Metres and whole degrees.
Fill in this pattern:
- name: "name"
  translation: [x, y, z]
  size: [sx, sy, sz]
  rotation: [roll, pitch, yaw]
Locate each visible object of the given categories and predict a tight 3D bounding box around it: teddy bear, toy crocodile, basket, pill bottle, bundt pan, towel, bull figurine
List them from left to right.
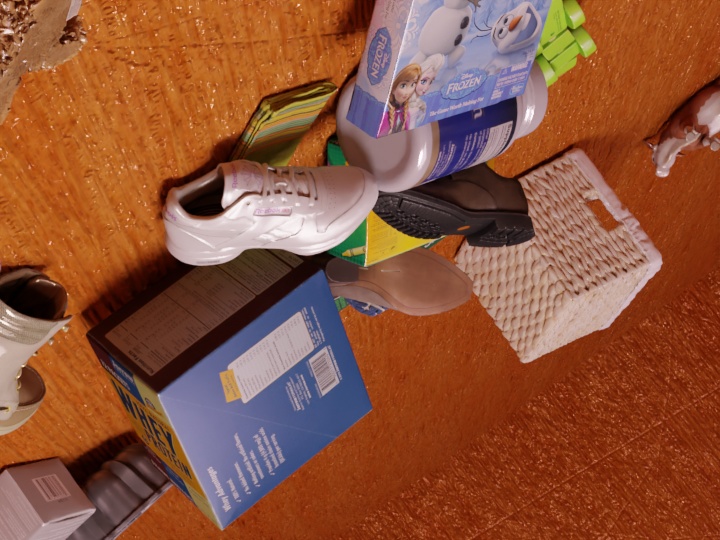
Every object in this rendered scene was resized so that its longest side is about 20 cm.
- name: "teddy bear"
  translation: [-0.205, -0.171, 0.923]
  size: [0.200, 0.067, 0.145]
  rotation: [-52, 168, 25]
- name: "bundt pan"
  translation: [-0.310, 0.285, 1.849]
  size: [0.202, 0.076, 0.202]
  rotation: [-43, 178, -2]
- name: "towel"
  translation: [-0.091, -0.098, 1.414]
  size: [0.086, 0.018, 0.200]
  rotation: [-22, 158, -40]
- name: "pill bottle"
  translation: [0.081, -0.151, 1.448]
  size: [0.199, 0.116, 0.116]
  rotation: [-22, 158, -42]
- name: "toy crocodile"
  translation: [0.188, -0.241, 1.538]
  size: [0.067, 0.062, 0.200]
  rotation: [-38, 159, 4]
- name: "basket"
  translation: [0.257, -0.016, 2.033]
  size: [0.160, 0.199, 0.200]
  rotation: [-25, 161, -28]
- name: "bull figurine"
  translation: [0.492, -0.213, 2.182]
  size: [0.200, 0.065, 0.121]
  rotation: [-46, -164, 3]

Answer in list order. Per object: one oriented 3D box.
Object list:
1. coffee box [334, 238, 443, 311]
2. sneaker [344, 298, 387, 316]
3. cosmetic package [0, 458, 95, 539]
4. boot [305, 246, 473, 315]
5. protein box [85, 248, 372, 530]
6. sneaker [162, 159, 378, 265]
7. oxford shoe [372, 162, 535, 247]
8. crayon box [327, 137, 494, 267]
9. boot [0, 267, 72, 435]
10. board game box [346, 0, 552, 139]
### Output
- name: "coffee box"
  translation: [0.032, -0.034, 1.791]
  size: [0.199, 0.044, 0.123]
  rotation: [-35, 163, -8]
- name: "sneaker"
  translation: [0.038, -0.038, 1.686]
  size: [0.085, 0.077, 0.201]
  rotation: [-37, 152, -52]
- name: "cosmetic package"
  translation: [-0.412, 0.308, 1.739]
  size: [0.200, 0.090, 0.107]
  rotation: [-47, 164, 20]
- name: "boot"
  translation: [0.000, 0.000, 1.617]
  size: [0.199, 0.071, 0.146]
  rotation: [12, 179, -26]
- name: "protein box"
  translation: [-0.124, 0.100, 1.499]
  size: [0.200, 0.135, 0.199]
  rotation: [-37, 133, -20]
- name: "sneaker"
  translation: [-0.080, -0.059, 1.363]
  size: [0.198, 0.075, 0.100]
  rotation: [-14, 151, -6]
- name: "oxford shoe"
  translation: [0.085, -0.076, 1.509]
  size: [0.199, 0.085, 0.072]
  rotation: [8, 160, -41]
- name: "crayon box"
  translation: [0.054, -0.091, 1.554]
  size: [0.199, 0.058, 0.120]
  rotation: [-21, 121, -42]
- name: "boot"
  translation: [-0.305, 0.070, 1.342]
  size: [0.155, 0.072, 0.200]
  rotation: [-44, 162, 14]
- name: "board game box"
  translation: [0.089, -0.224, 1.286]
  size: [0.199, 0.043, 0.200]
  rotation: [-22, 137, -42]
